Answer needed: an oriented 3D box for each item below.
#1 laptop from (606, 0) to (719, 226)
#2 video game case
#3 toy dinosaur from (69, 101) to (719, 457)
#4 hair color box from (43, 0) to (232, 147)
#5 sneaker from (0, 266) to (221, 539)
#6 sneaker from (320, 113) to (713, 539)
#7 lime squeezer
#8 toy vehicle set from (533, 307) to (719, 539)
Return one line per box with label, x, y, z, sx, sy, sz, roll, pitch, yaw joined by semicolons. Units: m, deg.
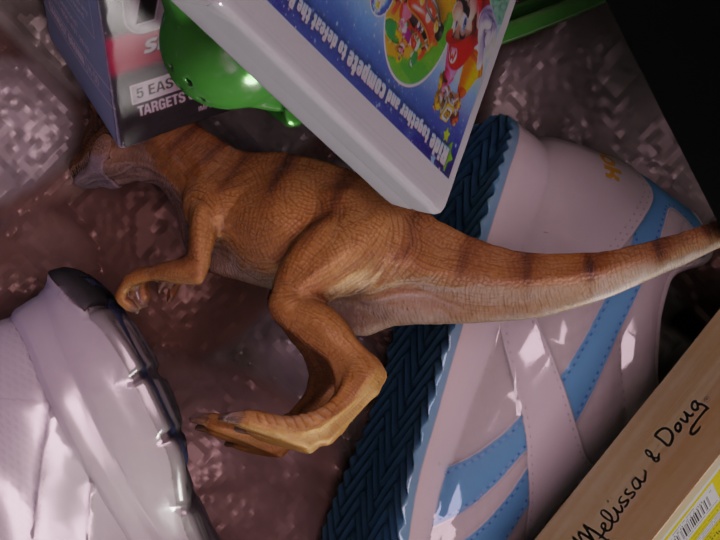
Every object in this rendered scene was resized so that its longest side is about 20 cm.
laptop;0.110;-0.088;0.667;0.200;0.103;0.178;-51;122;-41
video game case;0.021;-0.130;0.671;0.018;0.143;0.201;13;77;26
toy dinosaur;0.000;0.000;0.730;0.199;0.060;0.107;16;79;17
hair color box;-0.039;-0.138;0.708;0.099;0.061;0.200;-20;134;-15
sneaker;-0.069;0.102;0.769;0.087;0.075;0.201;-25;93;-1
sneaker;0.041;0.061;0.788;0.081;0.076;0.201;19;89;-17
lime squeezer;-0.012;-0.072;0.722;0.200;0.038;0.071;13;88;-38
toy vehicle set;0.091;0.078;0.784;0.026;0.124;0.200;36;80;25
